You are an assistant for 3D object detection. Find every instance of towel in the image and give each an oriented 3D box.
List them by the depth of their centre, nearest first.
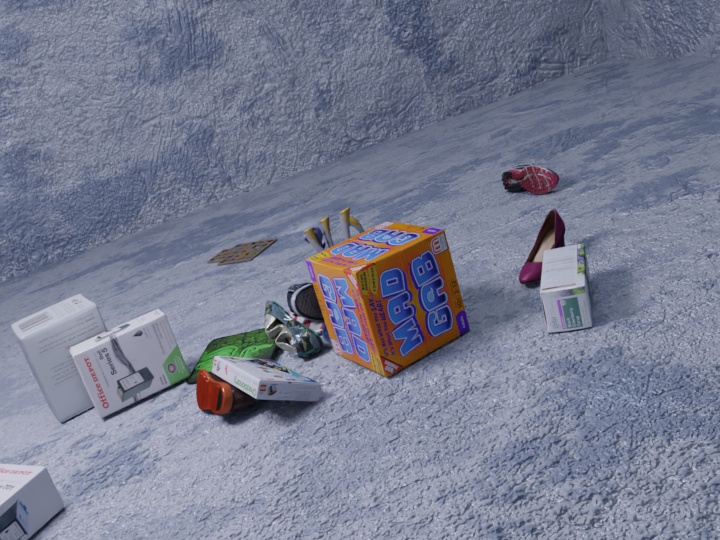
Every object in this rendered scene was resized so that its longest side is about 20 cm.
[{"bbox_3d":[-0.107,0.109,1.694,0.197,0.023,0.144,-15,19,9],"label":"towel"}]

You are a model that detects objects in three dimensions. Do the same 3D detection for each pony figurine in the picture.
[{"bbox_3d":[-0.050,-0.022,1.786,0.191,0.202,0.167,-26,11,14],"label":"pony figurine"}]

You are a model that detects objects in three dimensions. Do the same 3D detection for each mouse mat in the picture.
[{"bbox_3d":[-0.260,0.174,1.634,0.197,0.008,0.162,-15,26,19],"label":"mouse mat"}]

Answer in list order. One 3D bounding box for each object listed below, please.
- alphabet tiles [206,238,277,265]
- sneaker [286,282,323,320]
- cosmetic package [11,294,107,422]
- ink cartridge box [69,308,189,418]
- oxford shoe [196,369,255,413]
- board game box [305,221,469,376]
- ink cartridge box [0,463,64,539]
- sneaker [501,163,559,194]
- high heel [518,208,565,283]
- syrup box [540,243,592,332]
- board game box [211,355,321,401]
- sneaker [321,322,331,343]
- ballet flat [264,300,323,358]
[{"bbox_3d":[-0.382,-0.056,2.443,0.197,0.008,0.167,-8,21,29],"label":"alphabet tiles"},{"bbox_3d":[-0.117,0.066,1.614,0.144,0.078,0.201,-7,0,33],"label":"sneaker"},{"bbox_3d":[-0.626,0.184,1.672,0.164,0.203,0.164,-27,20,-26],"label":"cosmetic package"},{"bbox_3d":[-0.475,0.190,1.597,0.198,0.147,0.084,-25,16,-21],"label":"ink cartridge box"},{"bbox_3d":[-0.258,0.230,1.450,0.072,0.072,0.199,5,3,-29],"label":"oxford shoe"},{"bbox_3d":[0.049,0.044,1.447,0.198,0.203,0.199,-25,19,-25],"label":"board game box"},{"bbox_3d":[-0.596,0.399,1.217,0.144,0.087,0.200,-7,23,30],"label":"ink cartridge box"},{"bbox_3d":[0.471,-0.259,2.120,0.074,0.082,0.199,-23,18,-23],"label":"sneaker"},{"bbox_3d":[0.365,-0.048,1.585,0.067,0.097,0.200,-4,23,35],"label":"high heel"},{"bbox_3d":[0.370,0.029,1.390,0.080,0.080,0.200,-11,20,18],"label":"syrup box"},{"bbox_3d":[-0.173,0.194,1.399,0.125,0.035,0.199,9,2,-33],"label":"board game box"},{"bbox_3d":[0.001,0.090,1.597,0.198,0.071,0.078,-31,-2,-18],"label":"sneaker"},{"bbox_3d":[-0.158,0.121,1.589,0.074,0.075,0.199,-27,33,-28],"label":"ballet flat"}]
